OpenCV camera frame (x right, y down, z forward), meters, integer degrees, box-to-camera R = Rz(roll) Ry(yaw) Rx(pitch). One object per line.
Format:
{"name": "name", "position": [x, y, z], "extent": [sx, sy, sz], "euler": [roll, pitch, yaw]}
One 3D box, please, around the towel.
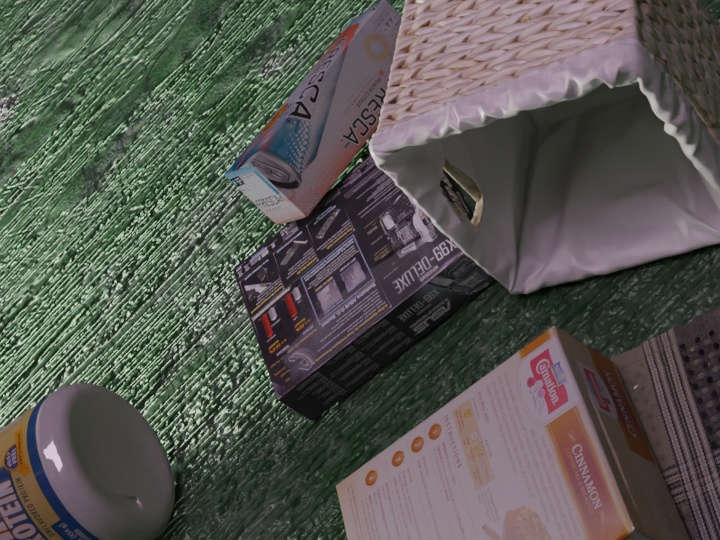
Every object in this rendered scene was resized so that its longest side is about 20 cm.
{"name": "towel", "position": [0.256, 0.097, 0.779], "extent": [0.192, 0.035, 0.200], "euler": [-30, 48, 26]}

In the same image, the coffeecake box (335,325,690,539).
{"name": "coffeecake box", "position": [0.090, 0.158, 0.826], "extent": [0.200, 0.073, 0.154], "euler": [-39, 43, 25]}

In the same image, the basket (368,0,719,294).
{"name": "basket", "position": [0.145, -0.112, 0.890], "extent": [0.200, 0.198, 0.161], "euler": [-15, 51, 34]}

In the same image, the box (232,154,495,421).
{"name": "box", "position": [0.000, 0.000, 1.048], "extent": [0.200, 0.050, 0.158], "euler": [-39, 44, 14]}

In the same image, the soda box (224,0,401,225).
{"name": "soda box", "position": [-0.024, -0.135, 1.105], "extent": [0.200, 0.068, 0.064], "euler": [-54, 18, -22]}

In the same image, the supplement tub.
{"name": "supplement tub", "position": [-0.270, 0.199, 1.076], "extent": [0.200, 0.145, 0.145], "euler": [-34, 45, 19]}
